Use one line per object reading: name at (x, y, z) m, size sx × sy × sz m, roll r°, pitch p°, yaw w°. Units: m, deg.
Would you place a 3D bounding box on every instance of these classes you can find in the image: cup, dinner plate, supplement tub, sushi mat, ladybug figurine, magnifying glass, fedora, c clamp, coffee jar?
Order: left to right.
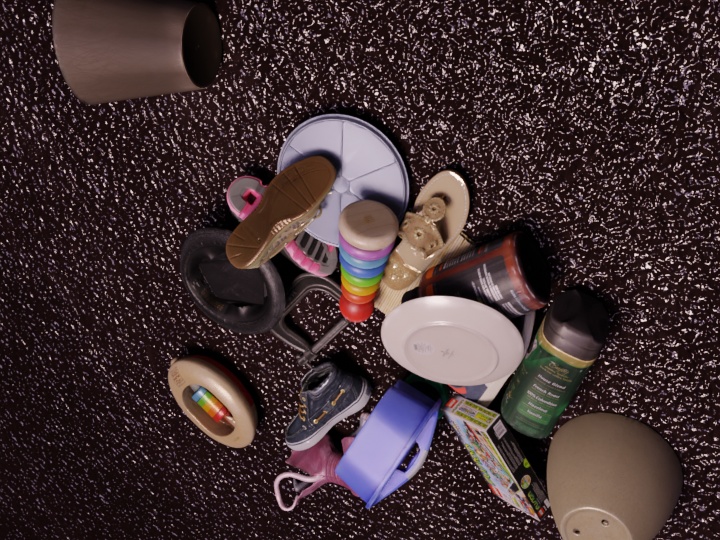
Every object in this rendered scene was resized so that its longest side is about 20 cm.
ladybug figurine at (-0.255, 0.222, 1.598) m, size 0.201 × 0.072 × 0.135 m, roll 48°, pitch 129°, yaw -6°
fedora at (-0.184, 0.001, 1.412) m, size 0.197 × 0.092 × 0.204 m, roll 16°, pitch 126°, yaw 24°
c clamp at (-0.065, 0.087, 1.441) m, size 0.169 × 0.027 × 0.201 m, roll 34°, pitch 132°, yaw -6°
sushi mat at (0.086, 0.004, 1.322) m, size 0.095 × 0.012 × 0.202 m, roll 34°, pitch 129°, yaw 7°
magnifying glass at (0.108, 0.152, 1.397) m, size 0.078 × 0.022 × 0.203 m, roll 20°, pitch 128°, yaw 17°
dinner plate at (0.122, 0.105, 1.225) m, size 0.195 × 0.025 × 0.202 m, roll 10°, pitch 140°, yaw 8°
supplement tub at (0.152, 0.029, 1.234) m, size 0.197 × 0.107 × 0.108 m, roll -23°, pitch 107°, yaw 31°
coffee jar at (0.267, 0.128, 1.241) m, size 0.084 × 0.105 × 0.203 m, roll 25°, pitch 128°, yaw 8°
cup at (0.350, 0.329, 1.295) m, size 0.196 × 0.143 × 0.204 m, roll 13°, pitch 124°, yaw 21°

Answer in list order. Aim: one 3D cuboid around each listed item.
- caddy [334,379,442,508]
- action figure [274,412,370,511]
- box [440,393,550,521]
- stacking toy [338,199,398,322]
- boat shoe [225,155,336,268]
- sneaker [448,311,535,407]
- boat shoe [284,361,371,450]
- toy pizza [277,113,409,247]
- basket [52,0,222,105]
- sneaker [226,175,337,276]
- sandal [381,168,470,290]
caddy at (0.051, 0.266, 1.376) m, size 0.104 × 0.141 × 0.202 m, roll 34°, pitch 99°, yaw 9°
action figure at (-0.040, 0.324, 1.507) m, size 0.197 × 0.148 × 0.137 m, roll 1°, pitch 114°, yaw 43°
box at (0.205, 0.279, 1.355) m, size 0.109 × 0.035 × 0.202 m, roll 17°, pitch 145°, yaw 57°
stacking toy at (0.000, 0.000, 1.286) m, size 0.084 × 0.086 × 0.202 m, roll 24°, pitch 138°, yaw 13°
boat shoe at (-0.107, -0.081, 1.274) m, size 0.199 × 0.062 × 0.074 m, roll -41°, pitch 72°, yaw 13°
sneaker at (0.181, 0.114, 1.294) m, size 0.083 × 0.075 × 0.202 m, roll 24°, pitch 128°, yaw 0°
boat shoe at (-0.078, 0.218, 1.486) m, size 0.090 × 0.072 × 0.199 m, roll 34°, pitch 123°, yaw -26°
toy pizza at (-0.024, -0.127, 1.283) m, size 0.195 × 0.032 × 0.204 m, roll 8°, pitch 120°, yaw 14°
basket at (-0.305, -0.317, 1.264) m, size 0.196 × 0.137 × 0.184 m, roll 6°, pitch 125°, yaw 20°
sneaker at (-0.120, -0.059, 1.368) m, size 0.199 × 0.080 × 0.095 m, roll 39°, pitch 157°, yaw -4°
sandal at (0.081, -0.038, 1.245) m, size 0.077 × 0.070 × 0.213 m, roll 35°, pitch 129°, yaw 4°
